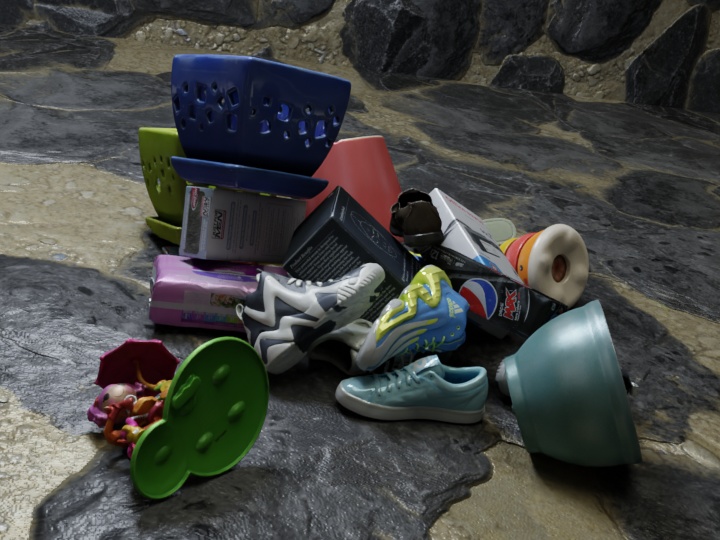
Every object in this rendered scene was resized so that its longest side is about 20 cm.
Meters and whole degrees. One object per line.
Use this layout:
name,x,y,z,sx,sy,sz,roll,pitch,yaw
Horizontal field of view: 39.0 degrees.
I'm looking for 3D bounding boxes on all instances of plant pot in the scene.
plant pot,-0.152,-0.203,1.462,0.199,0.182,0.199,4,5,-44
plant pot,-0.018,-0.125,1.689,0.198,0.180,0.200,-8,4,1
plant pot,0.252,0.149,1.241,0.133,0.202,0.201,-14,19,10
plant pot,-0.245,-0.137,1.660,0.197,0.184,0.199,-1,9,-29

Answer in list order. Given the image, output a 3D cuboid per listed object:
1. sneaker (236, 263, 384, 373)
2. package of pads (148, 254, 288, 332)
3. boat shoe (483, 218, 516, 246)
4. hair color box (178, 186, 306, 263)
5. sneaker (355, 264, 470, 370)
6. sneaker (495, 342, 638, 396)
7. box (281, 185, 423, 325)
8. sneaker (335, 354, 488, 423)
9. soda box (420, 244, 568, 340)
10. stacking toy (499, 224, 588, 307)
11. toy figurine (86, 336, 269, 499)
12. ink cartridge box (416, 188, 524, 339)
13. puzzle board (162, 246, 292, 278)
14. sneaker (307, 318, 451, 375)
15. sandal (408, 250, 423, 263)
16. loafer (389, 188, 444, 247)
sneaker,-0.076,0.027,1.330,0.130,0.199,0.080,50,1,23
package of pads,-0.199,0.034,1.436,0.198,0.077,0.121,6,20,-13
boat shoe,0.183,-0.056,1.865,0.199,0.061,0.073,0,67,-4
hair color box,-0.169,-0.064,1.491,0.060,0.100,0.199,9,3,37
sneaker,0.080,0.076,1.307,0.105,0.076,0.200,36,51,8
sneaker,0.288,0.153,1.362,0.197,0.080,0.129,9,10,-33
box,0.000,0.000,1.453,0.200,0.107,0.149,44,18,-12
sneaker,0.068,0.140,1.289,0.198,0.083,0.074,4,21,-15
soda box,0.178,0.032,1.389,0.199,0.064,0.071,27,7,32
stacking toy,0.279,-0.008,1.749,0.145,0.148,0.199,-7,8,-37
toy figurine,-0.232,0.148,1.124,0.183,0.151,0.200,10,42,39
ink cartridge box,0.165,-0.012,1.555,0.144,0.084,0.201,29,26,-47
puzzle board,-0.201,-0.012,1.631,0.198,0.018,0.151,-3,25,-30
sneaker,0.022,0.113,1.364,0.198,0.075,0.089,7,29,10
sandal,0.084,0.010,1.634,0.198,0.080,0.087,-5,30,-30
loafer,0.083,-0.084,1.455,0.072,0.072,0.200,-7,12,-7
